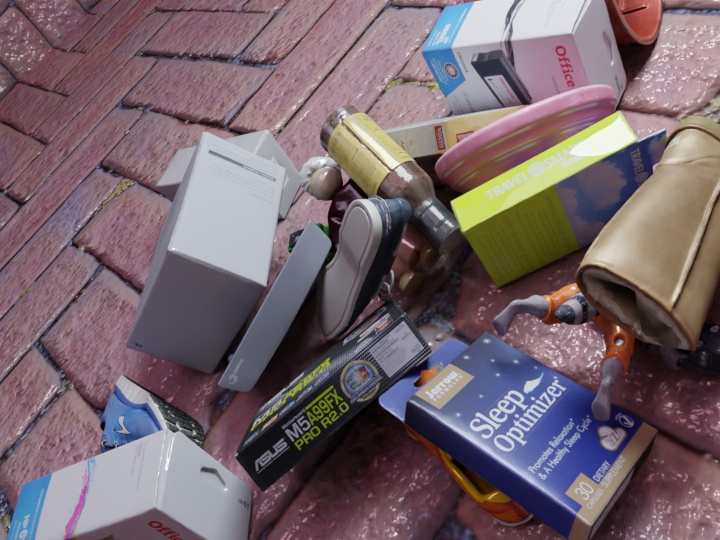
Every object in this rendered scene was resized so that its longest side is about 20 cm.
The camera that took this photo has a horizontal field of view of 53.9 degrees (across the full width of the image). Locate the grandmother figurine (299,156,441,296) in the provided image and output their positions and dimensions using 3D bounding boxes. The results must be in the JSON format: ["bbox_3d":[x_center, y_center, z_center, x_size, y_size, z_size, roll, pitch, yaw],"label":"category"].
[{"bbox_3d":[0.006,-0.067,0.823,0.199,0.061,0.122,40,90,22],"label":"grandmother figurine"}]

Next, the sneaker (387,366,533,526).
[{"bbox_3d":[0.084,0.137,0.632,0.073,0.077,0.199,-46,39,-6],"label":"sneaker"}]

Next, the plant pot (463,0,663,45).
[{"bbox_3d":[0.245,-0.353,0.880,0.192,0.201,0.204,-7,48,43],"label":"plant pot"}]

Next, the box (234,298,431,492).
[{"bbox_3d":[-0.026,0.113,0.698,0.199,0.045,0.160,-40,4,1],"label":"box"}]

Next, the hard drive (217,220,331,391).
[{"bbox_3d":[-0.093,0.039,0.811,0.203,0.042,0.135,-61,5,1],"label":"hard drive"}]

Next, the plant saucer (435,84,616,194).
[{"bbox_3d":[0.177,-0.125,0.746,0.197,0.200,0.052,-23,84,19],"label":"plant saucer"}]

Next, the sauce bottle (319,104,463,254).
[{"bbox_3d":[0.034,-0.097,0.766,0.064,0.065,0.201,-39,65,-2],"label":"sauce bottle"}]

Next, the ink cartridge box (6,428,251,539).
[{"bbox_3d":[-0.227,0.254,0.710,0.197,0.145,0.086,-24,42,18],"label":"ink cartridge box"}]

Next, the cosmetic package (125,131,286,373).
[{"bbox_3d":[-0.191,-0.018,0.886,0.200,0.121,0.203,-51,25,43],"label":"cosmetic package"}]

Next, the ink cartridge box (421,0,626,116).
[{"bbox_3d":[0.193,-0.241,0.837,0.197,0.145,0.085,8,59,42],"label":"ink cartridge box"}]

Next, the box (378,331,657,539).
[{"bbox_3d":[0.122,0.118,0.575,0.198,0.033,0.120,28,42,32],"label":"box"}]

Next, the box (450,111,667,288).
[{"bbox_3d":[0.199,-0.067,0.689,0.197,0.122,0.048,-27,52,15],"label":"box"}]

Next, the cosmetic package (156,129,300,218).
[{"bbox_3d":[-0.199,-0.133,1.074,0.196,0.107,0.092,1,54,35],"label":"cosmetic package"}]

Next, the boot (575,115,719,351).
[{"bbox_3d":[0.277,-0.012,0.550,0.173,0.067,0.201,34,58,12],"label":"boot"}]

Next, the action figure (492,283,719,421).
[{"bbox_3d":[0.236,0.034,0.577,0.192,0.106,0.199,-32,41,-24],"label":"action figure"}]

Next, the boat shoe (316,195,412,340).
[{"bbox_3d":[0.000,0.000,0.754,0.061,0.203,0.075,-11,49,-30],"label":"boat shoe"}]

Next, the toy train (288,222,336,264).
[{"bbox_3d":[-0.004,-0.053,0.888,0.196,0.057,0.042,-20,43,22],"label":"toy train"}]

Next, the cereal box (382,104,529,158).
[{"bbox_3d":[0.085,-0.159,0.845,0.142,0.041,0.198,-18,13,-35],"label":"cereal box"}]

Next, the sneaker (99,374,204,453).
[{"bbox_3d":[-0.257,0.197,0.851,0.198,0.078,0.090,10,67,52],"label":"sneaker"}]
